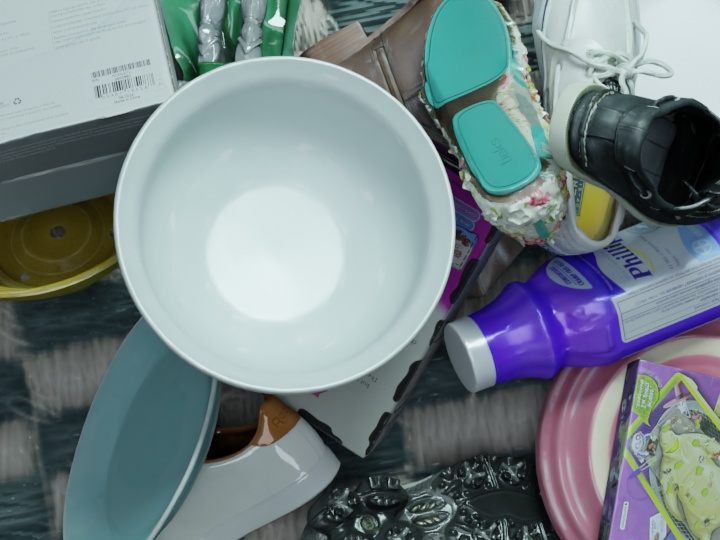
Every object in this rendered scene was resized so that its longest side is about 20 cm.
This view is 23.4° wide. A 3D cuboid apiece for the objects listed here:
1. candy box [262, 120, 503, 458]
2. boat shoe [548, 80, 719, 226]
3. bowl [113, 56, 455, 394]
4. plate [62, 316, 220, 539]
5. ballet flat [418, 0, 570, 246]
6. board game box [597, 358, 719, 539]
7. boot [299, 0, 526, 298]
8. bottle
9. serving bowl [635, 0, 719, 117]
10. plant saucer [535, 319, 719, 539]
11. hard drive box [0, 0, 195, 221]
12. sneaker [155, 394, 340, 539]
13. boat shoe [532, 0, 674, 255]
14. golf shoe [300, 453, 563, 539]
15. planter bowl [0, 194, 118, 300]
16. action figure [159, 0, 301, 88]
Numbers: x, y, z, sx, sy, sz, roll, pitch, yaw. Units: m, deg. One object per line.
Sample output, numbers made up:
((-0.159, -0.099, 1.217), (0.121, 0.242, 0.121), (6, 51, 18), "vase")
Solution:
((0.000, 0.000, 1.125), (0.136, 0.061, 0.200), (32, 106, 9), "candy box")
((0.191, -0.065, 1.023), (0.066, 0.199, 0.075), (15, 85, 41), "boat shoe")
((-0.049, -0.019, 1.038), (0.200, 0.090, 0.202), (2, 76, -8), "bowl")
((-0.133, 0.106, 1.107), (0.026, 0.200, 0.201), (23, 91, -26), "plate")
((0.081, -0.089, 1.061), (0.075, 0.064, 0.200), (-21, 45, 13), "ballet flat")
((0.210, 0.166, 1.088), (0.120, 0.032, 0.201), (14, 79, -11), "board game box")
((0.077, -0.092, 1.152), (0.186, 0.064, 0.200), (-27, 86, 15), "boot")
((0.152, 0.020, 1.108), (0.200, 0.084, 0.065), (-20, 120, -13), "bottle")
((0.218, -0.143, 1.148), (0.199, 0.066, 0.201), (0, 91, 2), "serving bowl")
((0.216, 0.120, 1.135), (0.200, 0.051, 0.201), (1, 83, -9), "plant saucer")
((-0.199, -0.141, 1.101), (0.155, 0.077, 0.200), (-13, 56, -2), "hard drive box")
((-0.115, 0.146, 1.140), (0.200, 0.073, 0.085), (-34, 103, 14), "sneaker")
((0.146, -0.110, 1.065), (0.074, 0.086, 0.203), (9, 88, -19), "boat shoe")
((0.051, 0.175, 1.157), (0.199, 0.095, 0.078), (1, 59, -20), "golf shoe")
((-0.206, -0.045, 1.134), (0.200, 0.084, 0.201), (-3, 56, 5), "planter bowl")
((-0.086, -0.118, 1.157), (0.118, 0.055, 0.201), (0, 93, 21), "action figure")
